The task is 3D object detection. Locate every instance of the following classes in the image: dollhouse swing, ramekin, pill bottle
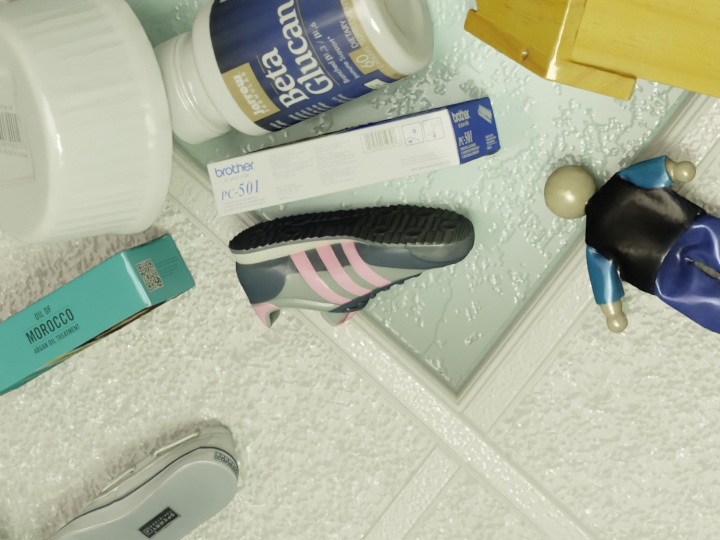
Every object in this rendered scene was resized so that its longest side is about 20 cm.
[{"bbox_3d":[0.207,-0.231,1.540,0.182,0.175,0.201,42,121,57],"label":"dollhouse swing"},{"bbox_3d":[-0.233,-0.116,1.663,0.200,0.097,0.202,31,129,48],"label":"ramekin"},{"bbox_3d":[-0.055,-0.166,1.621,0.199,0.111,0.112,-21,91,25],"label":"pill bottle"}]

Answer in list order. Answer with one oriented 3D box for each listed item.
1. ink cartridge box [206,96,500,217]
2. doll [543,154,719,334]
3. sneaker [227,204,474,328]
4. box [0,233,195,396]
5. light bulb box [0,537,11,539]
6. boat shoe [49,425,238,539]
[{"bbox_3d":[-0.005,-0.085,1.623,0.199,0.094,0.045,-11,95,24],"label":"ink cartridge box"},{"bbox_3d":[0.216,-0.013,1.566,0.199,0.048,0.137,33,109,14],"label":"doll"},{"bbox_3d":[0.000,0.000,1.660,0.199,0.070,0.083,-3,115,26],"label":"sneaker"},{"bbox_3d":[-0.235,0.042,1.751,0.199,0.082,0.049,-29,89,25],"label":"box"},{"bbox_3d":[-0.412,0.298,1.782,0.197,0.199,0.126,-2,99,40],"label":"light bulb box"},{"bbox_3d":[-0.177,0.194,1.763,0.199,0.066,0.074,-30,118,17],"label":"boat shoe"}]
